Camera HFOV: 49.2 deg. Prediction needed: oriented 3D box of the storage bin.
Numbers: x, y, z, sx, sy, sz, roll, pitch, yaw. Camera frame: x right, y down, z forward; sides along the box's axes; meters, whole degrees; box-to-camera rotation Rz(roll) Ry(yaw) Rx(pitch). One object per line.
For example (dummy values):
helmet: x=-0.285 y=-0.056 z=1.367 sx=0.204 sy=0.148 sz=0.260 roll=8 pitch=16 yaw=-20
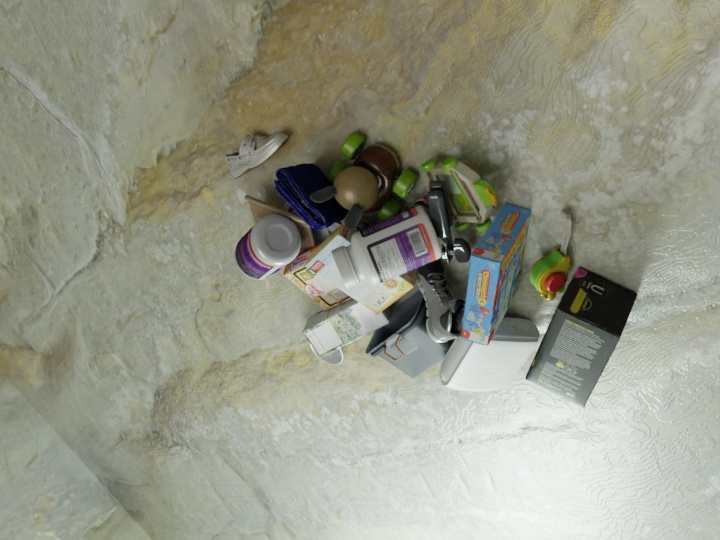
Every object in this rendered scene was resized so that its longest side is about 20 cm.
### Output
storage bin: x=0.125 y=0.156 z=1.756 sx=0.134 sy=0.146 sz=0.200 roll=38 pitch=135 yaw=-10

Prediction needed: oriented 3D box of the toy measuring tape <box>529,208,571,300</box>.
toy measuring tape: x=0.362 y=-0.021 z=1.503 sx=0.073 sy=0.074 sz=0.201 roll=15 pitch=131 yaw=24

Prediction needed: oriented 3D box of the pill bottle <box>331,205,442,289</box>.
pill bottle: x=0.049 y=-0.039 z=1.535 sx=0.199 sy=0.112 sz=0.112 roll=-22 pitch=112 yaw=0

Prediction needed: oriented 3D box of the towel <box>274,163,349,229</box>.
towel: x=-0.098 y=-0.150 z=1.605 sx=0.049 sy=0.200 sz=0.148 roll=-39 pitch=90 yaw=19

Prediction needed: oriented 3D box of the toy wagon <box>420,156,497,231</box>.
toy wagon: x=0.199 y=-0.146 z=1.497 sx=0.156 sy=0.040 sz=0.199 roll=56 pitch=157 yaw=-21

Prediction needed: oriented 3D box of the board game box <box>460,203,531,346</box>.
board game box: x=0.260 y=0.006 z=1.505 sx=0.055 sy=0.200 sz=0.197 roll=17 pitch=130 yaw=20

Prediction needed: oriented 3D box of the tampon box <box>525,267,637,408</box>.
tampon box: x=0.424 y=0.129 z=1.517 sx=0.126 sy=0.150 sz=0.201 roll=25 pitch=132 yaw=15

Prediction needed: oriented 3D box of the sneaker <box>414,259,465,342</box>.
sneaker: x=0.178 y=0.047 z=1.626 sx=0.115 sy=0.074 sz=0.202 roll=-15 pitch=87 yaw=65

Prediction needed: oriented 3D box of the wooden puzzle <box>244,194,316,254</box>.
wooden puzzle: x=-0.165 y=-0.085 z=1.804 sx=0.184 sy=0.046 sz=0.201 roll=24 pitch=149 yaw=31

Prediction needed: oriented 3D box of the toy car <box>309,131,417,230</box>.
toy car: x=-0.011 y=-0.153 z=1.573 sx=0.164 sy=0.200 sz=0.158 roll=36 pitch=134 yaw=7

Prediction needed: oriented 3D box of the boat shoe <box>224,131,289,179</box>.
boat shoe: x=-0.238 y=-0.267 z=1.734 sx=0.199 sy=0.071 sz=0.070 roll=-23 pitch=109 yaw=43

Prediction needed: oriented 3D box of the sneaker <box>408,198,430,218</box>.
sneaker: x=0.098 y=-0.065 z=1.639 sx=0.074 sy=0.088 sz=0.200 roll=38 pitch=136 yaw=3

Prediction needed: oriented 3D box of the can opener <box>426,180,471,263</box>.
can opener: x=0.177 y=-0.090 z=1.532 sx=0.066 sy=0.054 sz=0.201 roll=3 pitch=141 yaw=18

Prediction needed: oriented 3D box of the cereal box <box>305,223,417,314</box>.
cereal box: x=0.000 y=0.000 z=1.658 sx=0.199 sy=0.040 sz=0.144 roll=35 pitch=138 yaw=-15

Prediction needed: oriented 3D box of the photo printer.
photo printer: x=0.266 y=0.185 z=1.669 sx=0.165 sy=0.070 sz=0.201 roll=4 pitch=136 yaw=-20

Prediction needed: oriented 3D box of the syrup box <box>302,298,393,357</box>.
syrup box: x=-0.027 y=0.113 z=1.814 sx=0.199 sy=0.082 sz=0.079 roll=-29 pitch=105 yaw=19

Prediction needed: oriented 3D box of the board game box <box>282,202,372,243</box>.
board game box: x=-0.069 y=-0.115 z=1.754 sx=0.200 sy=0.035 sz=0.126 roll=44 pitch=135 yaw=0

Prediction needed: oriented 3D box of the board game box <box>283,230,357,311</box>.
board game box: x=-0.049 y=0.001 z=1.753 sx=0.199 sy=0.047 sz=0.151 roll=-24 pitch=129 yaw=30

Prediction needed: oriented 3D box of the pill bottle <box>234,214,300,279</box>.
pill bottle: x=-0.213 y=-0.045 z=1.750 sx=0.113 sy=0.112 sz=0.200 roll=49 pitch=153 yaw=-6

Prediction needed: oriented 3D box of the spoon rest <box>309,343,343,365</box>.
spoon rest: x=-0.076 y=0.160 z=1.937 sx=0.099 sy=0.061 sz=0.201 roll=27 pitch=131 yaw=15
